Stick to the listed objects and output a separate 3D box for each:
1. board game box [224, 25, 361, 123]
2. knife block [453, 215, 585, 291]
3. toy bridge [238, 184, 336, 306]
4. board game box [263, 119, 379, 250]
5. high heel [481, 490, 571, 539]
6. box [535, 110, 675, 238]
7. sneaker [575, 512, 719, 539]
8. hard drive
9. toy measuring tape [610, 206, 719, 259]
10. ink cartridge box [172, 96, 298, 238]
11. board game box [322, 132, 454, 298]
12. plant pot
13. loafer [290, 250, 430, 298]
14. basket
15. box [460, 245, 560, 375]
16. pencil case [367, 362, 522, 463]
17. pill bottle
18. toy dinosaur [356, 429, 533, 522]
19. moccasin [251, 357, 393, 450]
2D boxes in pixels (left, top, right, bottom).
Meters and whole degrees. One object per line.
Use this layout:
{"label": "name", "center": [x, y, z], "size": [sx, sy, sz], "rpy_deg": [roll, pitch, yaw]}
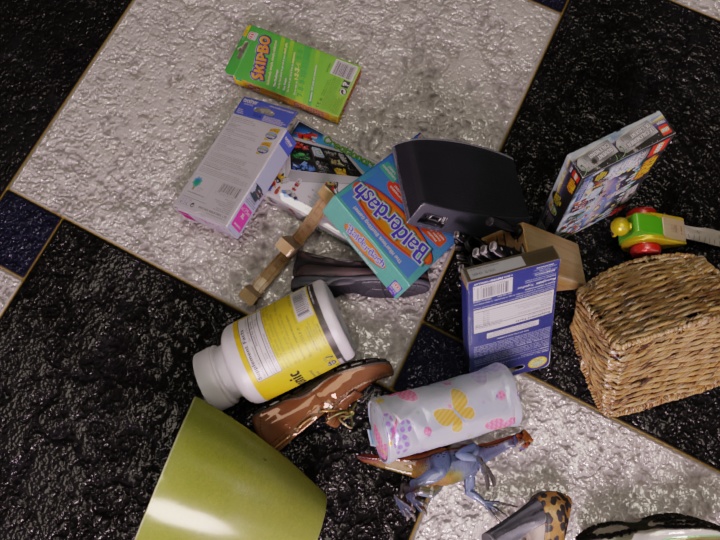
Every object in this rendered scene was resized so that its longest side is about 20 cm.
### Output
{"label": "board game box", "center": [-0.106, -0.308, 1.078], "size": [0.196, 0.030, 0.097], "rpy_deg": [23, 74, 4]}
{"label": "knife block", "center": [0.217, -0.021, 0.911], "size": [0.194, 0.176, 0.066], "rpy_deg": [-5, 72, -2]}
{"label": "toy bridge", "center": [-0.099, -0.034, 0.969], "size": [0.027, 0.067, 0.201], "rpy_deg": [39, 98, 1]}
{"label": "board game box", "center": [-0.040, -0.121, 1.017], "size": [0.197, 0.035, 0.128], "rpy_deg": [29, 76, 9]}
{"label": "high heel", "center": [0.241, 0.385, 0.855], "size": [0.140, 0.071, 0.204], "rpy_deg": [-19, 87, -28]}
{"label": "box", "center": [0.320, -0.116, 0.926], "size": [0.135, 0.201, 0.040], "rpy_deg": [-26, 69, -7]}
{"label": "sneaker", "center": [0.370, 0.358, 0.859], "size": [0.195, 0.077, 0.091], "rpy_deg": [-7, 86, 4]}
{"label": "hard drive", "center": [0.143, -0.116, 0.951], "size": [0.196, 0.042, 0.138], "rpy_deg": [5, 62, -28]}
{"label": "toy measuring tape", "center": [0.432, -0.047, 0.989], "size": [0.195, 0.073, 0.076], "rpy_deg": [8, 71, -21]}
{"label": "ink cartridge box", "center": [-0.174, -0.153, 1.005], "size": [0.118, 0.042, 0.203], "rpy_deg": [20, 75, 32]}
{"label": "board game box", "center": [0.065, -0.081, 0.946], "size": [0.153, 0.045, 0.199], "rpy_deg": [48, 54, 1]}
{"label": "plant pot", "center": [-0.146, 0.280, 0.837], "size": [0.196, 0.187, 0.191], "rpy_deg": [23, 74, -8]}
{"label": "loafer", "center": [0.000, 0.000, 0.964], "size": [0.194, 0.072, 0.065], "rpy_deg": [-1, 68, 3]}
{"label": "basket", "center": [0.389, 0.082, 0.939], "size": [0.195, 0.151, 0.144], "rpy_deg": [-16, 40, -4]}
{"label": "box", "center": [0.190, 0.064, 0.892], "size": [0.118, 0.203, 0.033], "rpy_deg": [-14, 42, -5]}
{"label": "pencil case", "center": [0.106, 0.180, 0.880], "size": [0.195, 0.091, 0.085], "rpy_deg": [-13, 83, -15]}
{"label": "pill bottle", "center": [-0.114, 0.104, 0.905], "size": [0.196, 0.111, 0.113], "rpy_deg": [-25, 74, 2]}
{"label": "toy dinosaur", "center": [0.126, 0.238, 0.884], "size": [0.180, 0.106, 0.200], "rpy_deg": [-34, 64, -28]}
{"label": "moccasin", "center": [-0.044, 0.177, 0.908], "size": [0.198, 0.074, 0.079], "rpy_deg": [-27, 84, -11]}
